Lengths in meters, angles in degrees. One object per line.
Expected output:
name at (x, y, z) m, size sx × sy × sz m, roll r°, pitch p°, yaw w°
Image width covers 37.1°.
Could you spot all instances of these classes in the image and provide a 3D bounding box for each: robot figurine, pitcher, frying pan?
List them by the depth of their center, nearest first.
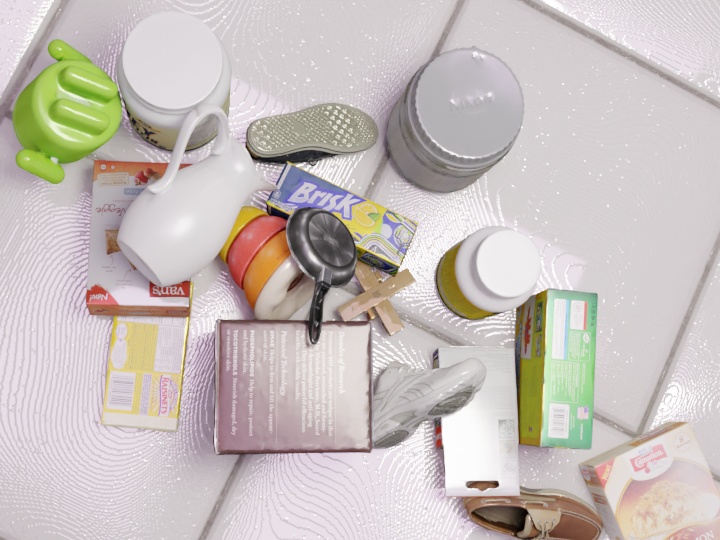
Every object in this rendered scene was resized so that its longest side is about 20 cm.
pitcher at (-0.216, -0.093, 1.333) m, size 0.121 × 0.172 × 0.200 m, roll 28°, pitch 67°, yaw 40°
frying pan at (-0.057, -0.010, 1.338) m, size 0.115 × 0.031 × 0.191 m, roll 44°, pitch 40°, yaw -15°
robot figurine at (-0.378, -0.201, 1.380) m, size 0.115 × 0.199 × 0.177 m, roll 16°, pitch 78°, yaw -29°

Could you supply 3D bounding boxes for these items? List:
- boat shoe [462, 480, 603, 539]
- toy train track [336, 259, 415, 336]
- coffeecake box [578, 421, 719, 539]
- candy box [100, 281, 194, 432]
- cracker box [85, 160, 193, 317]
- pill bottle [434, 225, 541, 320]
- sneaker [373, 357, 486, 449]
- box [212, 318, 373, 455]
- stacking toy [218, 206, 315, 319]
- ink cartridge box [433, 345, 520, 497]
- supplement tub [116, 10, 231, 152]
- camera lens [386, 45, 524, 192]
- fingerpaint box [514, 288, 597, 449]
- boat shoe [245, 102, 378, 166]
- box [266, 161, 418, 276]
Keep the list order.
boat shoe at (0.229, 0.335, 1.445) m, size 0.198 × 0.072 × 0.076 m, roll 13°, pitch 119°, yaw 0°
toy train track at (0.000, 0.000, 1.488) m, size 0.114 × 0.033 × 0.201 m, roll -28°, pitch 80°, yaw -10°
coffeecake box at (0.416, 0.331, 1.483) m, size 0.152 × 0.073 × 0.202 m, roll -22°, pitch 86°, yaw -9°
candy box at (-0.284, 0.110, 1.435) m, size 0.101 × 0.026 × 0.202 m, roll 7°, pitch 82°, yaw -9°
cracker box at (-0.289, -0.042, 1.422) m, size 0.132 × 0.058 × 0.202 m, roll 1°, pitch 73°, yaw -8°
pill bottle at (0.170, 0.003, 1.424) m, size 0.111 × 0.200 × 0.114 m, roll 1°, pitch 83°, yaw -7°
sneaker at (0.072, 0.154, 1.421) m, size 0.199 × 0.078 × 0.100 m, roll -31°, pitch 60°, yaw 20°
box at (-0.091, 0.152, 1.386) m, size 0.198 × 0.166 × 0.166 m, roll 0°, pitch 82°, yaw -8°
stacking toy at (-0.144, -0.039, 1.440) m, size 0.200 × 0.146 × 0.146 m, roll 42°, pitch 79°, yaw 17°
ink cartridge box at (0.157, 0.206, 1.461) m, size 0.108 × 0.050 × 0.202 m, roll 1°, pitch 75°, yaw -7°
supplement tub at (-0.240, -0.243, 1.396) m, size 0.143 × 0.200 × 0.147 m, roll 1°, pitch 83°, yaw -7°
camera lens at (0.124, -0.197, 1.442) m, size 0.158 × 0.200 × 0.162 m, roll 1°, pitch 83°, yaw -8°
fingerpaint box at (0.257, 0.135, 1.437) m, size 0.072 × 0.167 × 0.202 m, roll 5°, pitch 82°, yaw -5°
boat shoe at (-0.070, -0.185, 1.486) m, size 0.198 × 0.062 × 0.075 m, roll -10°, pitch 80°, yaw -24°
box at (-0.026, -0.069, 1.453) m, size 0.198 × 0.064 × 0.071 m, roll 25°, pitch 75°, yaw 3°
